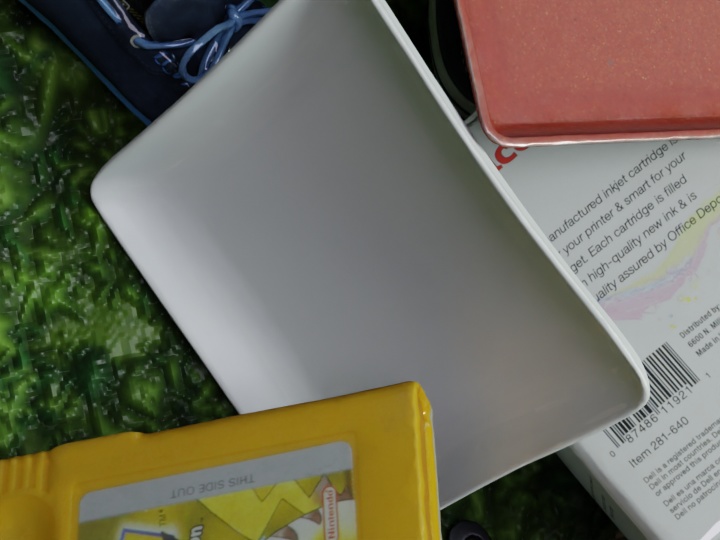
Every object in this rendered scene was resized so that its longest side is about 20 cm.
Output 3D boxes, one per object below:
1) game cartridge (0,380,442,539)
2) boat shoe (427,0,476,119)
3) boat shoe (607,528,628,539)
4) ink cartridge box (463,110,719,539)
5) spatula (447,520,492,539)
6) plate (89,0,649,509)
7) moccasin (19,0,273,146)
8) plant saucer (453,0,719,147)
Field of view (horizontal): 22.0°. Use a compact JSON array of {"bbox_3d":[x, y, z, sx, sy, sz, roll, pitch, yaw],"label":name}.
[{"bbox_3d":[-0.066,0.138,0.693,0.200,0.032,0.177,-11,56,12],"label":"game cartridge"},{"bbox_3d":[0.084,-0.159,0.832,0.074,0.062,0.200,24,76,-9],"label":"boat shoe"},{"bbox_3d":[0.191,0.117,0.836,0.200,0.076,0.072,-29,100,-13],"label":"boat shoe"},{"bbox_3d":[0.123,0.010,0.779,0.145,0.084,0.200,-38,71,-4],"label":"ink cartridge box"},{"bbox_3d":[0.093,0.198,0.815,0.056,0.021,0.200,-28,88,-19],"label":"spatula"},{"bbox_3d":[0.000,0.000,0.741,0.032,0.199,0.200,-36,90,-44],"label":"plate"},{"bbox_3d":[-0.083,-0.108,0.786,0.200,0.068,0.081,33,55,-10],"label":"moccasin"},{"bbox_3d":[0.111,-0.140,0.741,0.200,0.037,0.200,-4,74,-26],"label":"plant saucer"}]
